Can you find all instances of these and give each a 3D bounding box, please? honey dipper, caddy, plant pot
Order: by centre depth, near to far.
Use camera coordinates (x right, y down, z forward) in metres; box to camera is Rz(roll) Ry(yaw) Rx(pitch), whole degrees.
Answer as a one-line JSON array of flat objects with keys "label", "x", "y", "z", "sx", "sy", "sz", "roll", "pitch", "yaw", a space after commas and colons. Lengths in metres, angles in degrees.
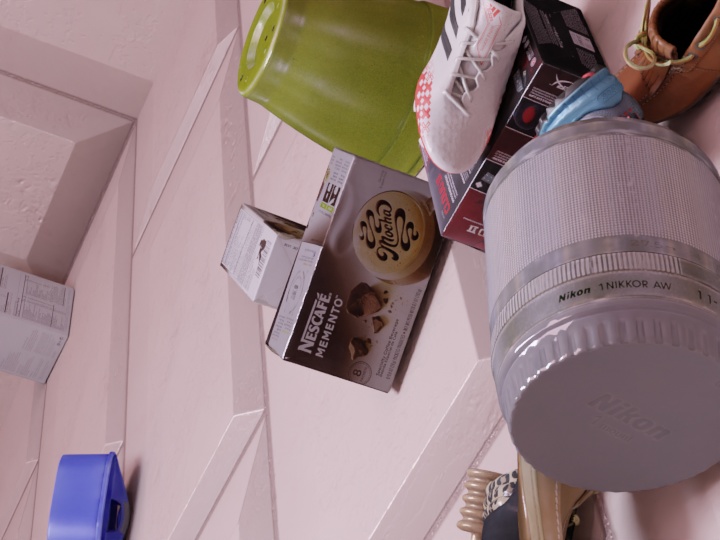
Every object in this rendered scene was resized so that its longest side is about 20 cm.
[{"label": "honey dipper", "x": 0.080, "y": 0.252, "z": 1.273, "sx": 0.038, "sy": 0.038, "sz": 0.201, "roll": 168, "pitch": 115, "yaw": -69}, {"label": "plant pot", "x": -0.018, "y": -0.212, "z": 1.751, "sx": 0.201, "sy": 0.192, "sz": 0.201, "roll": -55, "pitch": 24, "yaw": 39}, {"label": "caddy", "x": -0.382, "y": 0.353, "z": 2.411, "sx": 0.142, "sy": 0.104, "sz": 0.201, "roll": 95, "pitch": 177, "yaw": -50}]

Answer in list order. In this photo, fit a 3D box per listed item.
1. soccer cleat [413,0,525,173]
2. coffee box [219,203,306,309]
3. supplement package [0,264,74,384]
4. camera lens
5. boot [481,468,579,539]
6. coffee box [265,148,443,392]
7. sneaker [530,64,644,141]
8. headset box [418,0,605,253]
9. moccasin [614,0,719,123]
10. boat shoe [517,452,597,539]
[{"label": "soccer cleat", "x": 0.094, "y": -0.175, "z": 1.354, "sx": 0.085, "sy": 0.068, "sz": 0.201, "roll": 142, "pitch": 147, "yaw": -64}, {"label": "coffee box", "x": -0.074, "y": -0.005, "z": 1.841, "sx": 0.200, "sy": 0.112, "sz": 0.080, "roll": -142, "pitch": 72, "yaw": -72}, {"label": "supplement package", "x": -0.708, "y": 0.104, "z": 3.443, "sx": 0.152, "sy": 0.199, "sz": 0.151, "roll": -57, "pitch": 23, "yaw": 35}, {"label": "camera lens", "x": 0.159, "y": 0.016, "z": 1.061, "sx": 0.160, "sy": 0.159, "sz": 0.201, "roll": -54, "pitch": 24, "yaw": 41}, {"label": "boot", "x": 0.126, "y": 0.201, "z": 1.123, "sx": 0.203, "sy": 0.073, "sz": 0.155, "roll": -37, "pitch": 35, "yaw": 58}, {"label": "coffee box", "x": 0.000, "y": 0.000, "z": 1.595, "sx": 0.201, "sy": 0.112, "sz": 0.080, "roll": -70, "pitch": 18, "yaw": 3}, {"label": "sneaker", "x": 0.167, "y": -0.058, "z": 1.236, "sx": 0.079, "sy": 0.096, "sz": 0.200, "roll": -38, "pitch": -18, "yaw": -18}, {"label": "headset box", "x": 0.124, "y": -0.119, "z": 1.433, "sx": 0.201, "sy": 0.075, "sz": 0.149, "roll": -60, "pitch": 22, "yaw": 30}, {"label": "moccasin", "x": 0.226, "y": -0.164, "z": 1.173, "sx": 0.201, "sy": 0.077, "sz": 0.074, "roll": 142, "pitch": 143, "yaw": -60}, {"label": "boat shoe", "x": 0.140, "y": 0.116, "z": 1.120, "sx": 0.200, "sy": 0.065, "sz": 0.073, "roll": -72, "pitch": -18, "yaw": -57}]
